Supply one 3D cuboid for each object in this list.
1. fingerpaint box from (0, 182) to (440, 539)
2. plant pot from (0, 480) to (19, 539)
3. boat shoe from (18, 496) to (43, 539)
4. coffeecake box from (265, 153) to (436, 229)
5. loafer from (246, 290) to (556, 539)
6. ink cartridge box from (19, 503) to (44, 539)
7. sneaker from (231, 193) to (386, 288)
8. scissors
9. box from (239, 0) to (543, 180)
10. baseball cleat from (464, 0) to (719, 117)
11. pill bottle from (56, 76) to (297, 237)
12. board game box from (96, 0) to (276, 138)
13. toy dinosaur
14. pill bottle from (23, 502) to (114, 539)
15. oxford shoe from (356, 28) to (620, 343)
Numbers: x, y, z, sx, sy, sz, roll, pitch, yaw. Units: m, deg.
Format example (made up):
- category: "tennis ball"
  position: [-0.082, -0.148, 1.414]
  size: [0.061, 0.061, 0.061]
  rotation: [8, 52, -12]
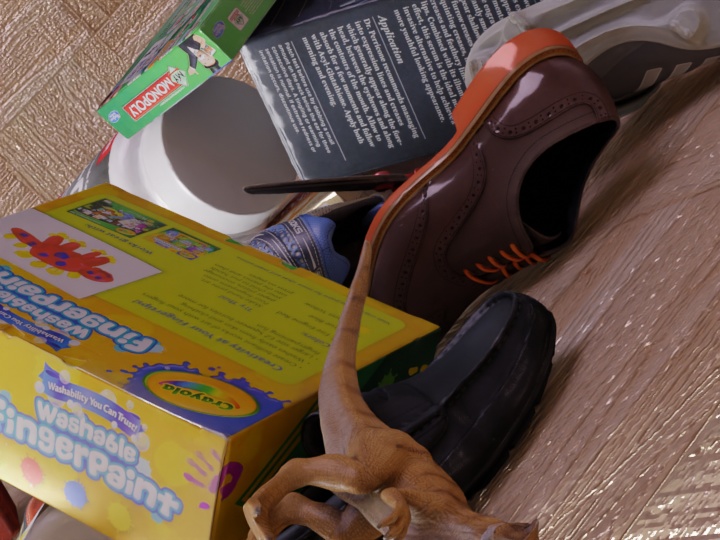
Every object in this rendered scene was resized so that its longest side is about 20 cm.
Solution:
- category: "fingerpaint box"
  position: [-0.094, 0.043, 0.951]
  size: [0.167, 0.199, 0.074]
  rotation: [-25, -49, -54]
- category: "plant pot"
  position: [-0.405, 0.206, 1.855]
  size: [0.200, 0.176, 0.200]
  rotation: [-46, 9, -6]
- category: "boat shoe"
  position: [-0.183, 0.150, 1.443]
  size: [0.063, 0.071, 0.200]
  rotation: [-54, 5, 14]
- category: "coffeecake box"
  position: [0.006, -0.049, 1.412]
  size: [0.153, 0.073, 0.200]
  rotation: [-39, 11, 44]
- category: "loafer"
  position: [0.010, 0.076, 0.865]
  size: [0.201, 0.070, 0.068]
  rotation: [-51, 11, -27]
- category: "ink cartridge box"
  position: [-0.148, 0.153, 1.260]
  size: [0.116, 0.067, 0.200]
  rotation: [-41, 11, 32]
- category: "sneaker"
  position: [0.000, 0.000, 1.161]
  size: [0.085, 0.077, 0.200]
  rotation: [-28, -7, 23]
- category: "scissors"
  position: [0.025, -0.051, 1.151]
  size: [0.073, 0.014, 0.199]
  rotation: [-16, -11, 37]
- category: "box"
  position: [0.049, -0.152, 1.294]
  size: [0.199, 0.108, 0.149]
  rotation: [-14, 28, 22]
- category: "baseball cleat"
  position: [0.152, -0.126, 1.097]
  size: [0.199, 0.070, 0.106]
  rotation: [-14, -13, 32]
- category: "pill bottle"
  position: [-0.127, -0.042, 1.404]
  size: [0.114, 0.114, 0.200]
  rotation: [-53, 8, -36]
- category: "board game box"
  position: [-0.073, -0.177, 1.311]
  size: [0.134, 0.029, 0.200]
  rotation: [-28, 24, 53]
- category: "toy dinosaur"
  position: [0.003, 0.076, 0.805]
  size: [0.106, 0.061, 0.200]
  rotation: [-24, 36, -14]
- category: "pill bottle"
  position: [-0.088, 0.111, 1.031]
  size: [0.111, 0.111, 0.200]
  rotation: [-42, 10, 22]
- category: "oxford shoe"
  position: [0.059, -0.020, 1.063]
  size: [0.071, 0.073, 0.201]
  rotation: [3, -53, -40]
